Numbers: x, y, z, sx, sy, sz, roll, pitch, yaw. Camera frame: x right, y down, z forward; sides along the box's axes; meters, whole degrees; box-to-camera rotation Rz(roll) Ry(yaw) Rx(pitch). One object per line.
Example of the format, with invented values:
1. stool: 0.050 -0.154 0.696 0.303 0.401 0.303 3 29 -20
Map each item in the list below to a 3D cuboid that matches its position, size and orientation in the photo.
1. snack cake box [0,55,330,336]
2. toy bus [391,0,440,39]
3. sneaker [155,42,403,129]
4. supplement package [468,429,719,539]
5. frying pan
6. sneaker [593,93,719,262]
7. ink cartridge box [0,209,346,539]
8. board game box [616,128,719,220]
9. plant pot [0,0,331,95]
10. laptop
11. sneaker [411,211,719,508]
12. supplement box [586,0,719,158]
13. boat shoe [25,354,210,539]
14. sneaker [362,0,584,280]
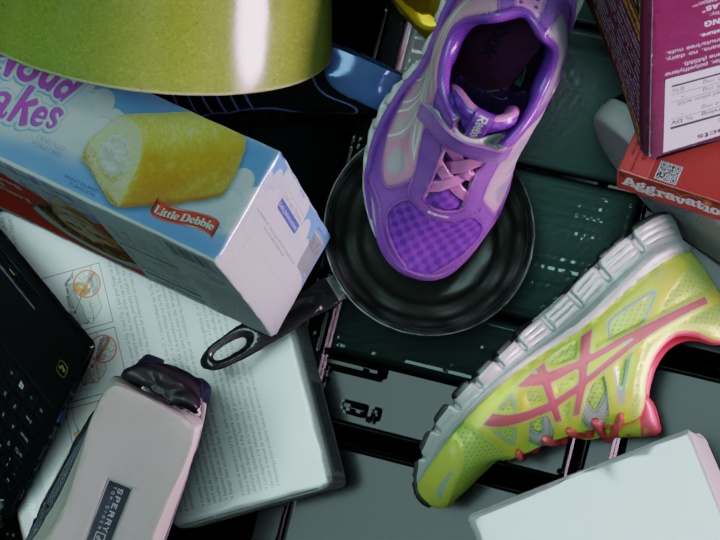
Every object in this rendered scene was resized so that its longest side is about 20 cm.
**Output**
1. snack cake box: -0.125 -0.049 1.104 0.200 0.115 0.067 25 77 20
2. toy bus: 0.075 -0.232 1.093 0.200 0.192 0.136 -30 77 6
3. sneaker: -0.076 -0.103 1.177 0.200 0.070 0.078 16 96 17
4. supplement package: 0.152 0.194 1.064 0.121 0.120 0.200 -22 80 10
5. frying pan: 0.015 0.009 1.143 0.115 0.031 0.190 36 82 4
6. sneaker: 0.228 -0.049 1.109 0.200 0.073 0.112 41 79 17
7. ink cartridge box: -0.118 0.045 1.176 0.176 0.045 0.200 -16 80 9
8. board game box: 0.215 -0.110 1.094 0.103 0.019 0.200 19 63 14
9. plant pot: -0.094 -0.213 1.056 0.187 0.187 0.200 14 114 13
10. laptop: -0.262 0.063 1.149 0.177 0.103 0.200 47 123 29
11. sneaker: 0.112 0.064 1.111 0.200 0.078 0.090 -43 84 6
12. supplement box: 0.164 -0.169 1.005 0.103 0.200 0.131 -15 58 -3
13. boat shoe: -0.132 0.136 1.105 0.075 0.093 0.200 28 100 0
14. sneaker: 0.054 -0.074 1.065 0.080 0.088 0.200 17 119 -8
